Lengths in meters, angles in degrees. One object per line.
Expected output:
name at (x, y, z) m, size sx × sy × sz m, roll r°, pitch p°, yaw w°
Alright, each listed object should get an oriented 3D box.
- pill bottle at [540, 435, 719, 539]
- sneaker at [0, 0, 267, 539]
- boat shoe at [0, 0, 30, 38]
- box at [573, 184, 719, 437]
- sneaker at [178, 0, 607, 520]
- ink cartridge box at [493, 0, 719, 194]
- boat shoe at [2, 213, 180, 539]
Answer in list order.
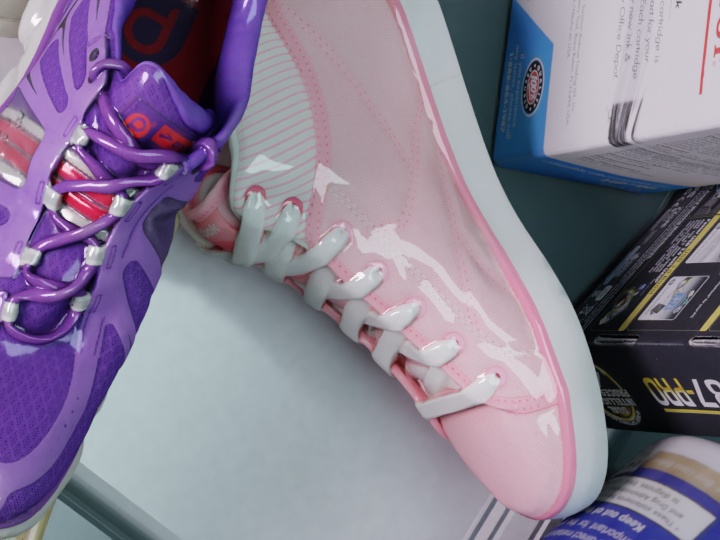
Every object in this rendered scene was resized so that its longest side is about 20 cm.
pill bottle at (0.068, 0.158, 0.795) m, size 0.200 × 0.120 × 0.120 m, roll -38°, pitch 103°, yaw -21°
sneaker at (-0.080, -0.024, 0.691) m, size 0.080 × 0.083 × 0.201 m, roll 26°, pitch 73°, yaw -20°
boat shoe at (-0.064, -0.126, 0.779) m, size 0.199 × 0.060 × 0.072 m, roll -19°, pitch 126°, yaw -23°
box at (0.173, -0.027, 0.829) m, size 0.200 × 0.161 × 0.049 m, roll -45°, pitch 106°, yaw -20°
sneaker at (0.000, 0.000, 0.793) m, size 0.104 × 0.075 × 0.202 m, roll -22°, pitch 90°, yaw -28°
ink cartridge box at (0.123, -0.092, 0.786) m, size 0.067 × 0.200 × 0.117 m, roll 10°, pitch 84°, yaw -24°
boat shoe at (-0.105, 0.066, 0.747) m, size 0.063 × 0.073 × 0.202 m, roll 16°, pitch 74°, yaw -19°
